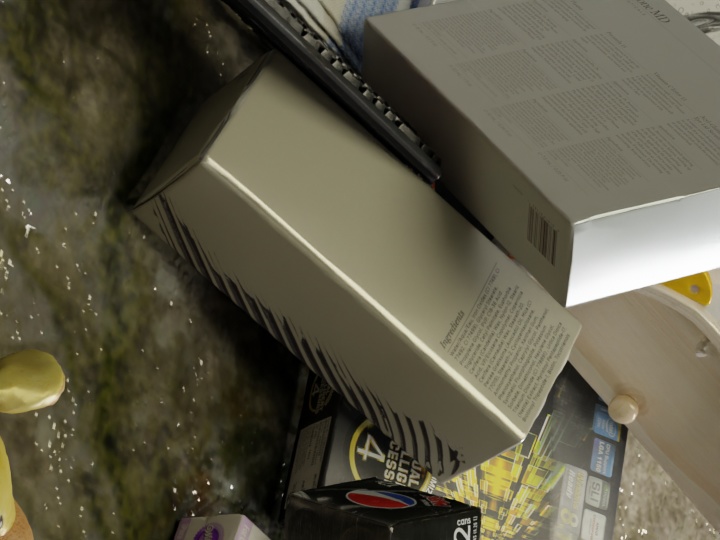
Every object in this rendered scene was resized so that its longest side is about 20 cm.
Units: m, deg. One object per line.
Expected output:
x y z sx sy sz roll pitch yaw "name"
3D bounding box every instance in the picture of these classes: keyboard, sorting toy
-0.043 -0.117 1.315 0.021 0.127 0.200 -48 123 -1 "keyboard"
0.179 0.005 1.425 0.200 0.107 0.180 48 41 -16 "sorting toy"

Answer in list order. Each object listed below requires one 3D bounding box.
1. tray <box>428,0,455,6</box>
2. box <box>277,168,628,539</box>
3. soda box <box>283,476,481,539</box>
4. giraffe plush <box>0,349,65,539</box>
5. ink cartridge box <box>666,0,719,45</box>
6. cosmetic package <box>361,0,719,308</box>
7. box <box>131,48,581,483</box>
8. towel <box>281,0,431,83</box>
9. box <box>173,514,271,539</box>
0.115 -0.085 1.473 0.199 0.022 0.108 27 69 -16 "tray"
0.055 0.053 1.409 0.161 0.049 0.201 23 64 -24 "box"
0.003 0.199 1.300 0.063 0.071 0.201 -6 103 -46 "soda box"
-0.182 0.085 1.042 0.200 0.162 0.173 41 53 -41 "giraffe plush"
0.181 -0.128 1.569 0.145 0.084 0.201 5 76 -12 "ink cartridge box"
0.111 -0.068 1.359 0.150 0.200 0.052 -15 128 -23 "cosmetic package"
0.000 0.000 1.320 0.200 0.068 0.082 42 51 -12 "box"
0.018 -0.140 1.461 0.200 0.024 0.147 49 46 -38 "towel"
-0.084 0.201 1.254 0.041 0.039 0.201 48 49 -38 "box"
